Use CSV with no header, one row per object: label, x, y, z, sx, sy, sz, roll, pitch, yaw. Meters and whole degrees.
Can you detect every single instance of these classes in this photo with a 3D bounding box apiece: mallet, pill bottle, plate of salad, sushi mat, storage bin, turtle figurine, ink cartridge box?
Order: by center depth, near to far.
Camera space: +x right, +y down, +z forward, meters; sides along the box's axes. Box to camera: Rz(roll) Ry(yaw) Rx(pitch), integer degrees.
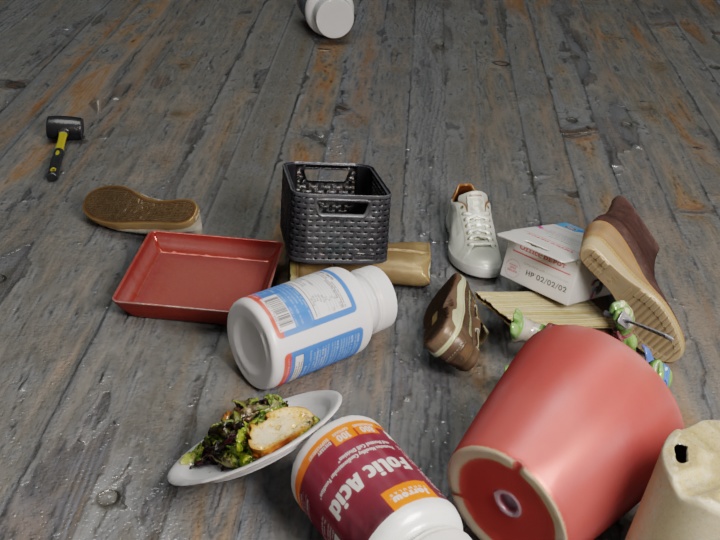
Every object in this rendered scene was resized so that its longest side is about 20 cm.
pill bottle,0.025,0.235,0.995,0.112,0.116,0.200,-13,33,-27
plate of salad,-0.112,0.162,1.102,0.197,0.049,0.200,-24,9,4
turtle figurine,0.260,0.109,1.219,0.190,0.147,0.200,7,25,15
pill bottle,-0.054,0.061,1.300,0.197,0.114,0.112,-18,35,-35
sushi mat,0.248,0.051,1.404,0.197,0.012,0.096,1,26,-35
ink cartridge box,0.272,-0.010,1.460,0.114,0.069,0.198,26,21,35
storage bin,-0.038,-0.082,1.461,0.132,0.096,0.200,1,18,-9
mallet,-0.500,-0.206,1.810,0.064,0.042,0.201,-2,35,-15
pill bottle,-0.078,-0.616,2.488,0.117,0.122,0.201,-3,30,-12

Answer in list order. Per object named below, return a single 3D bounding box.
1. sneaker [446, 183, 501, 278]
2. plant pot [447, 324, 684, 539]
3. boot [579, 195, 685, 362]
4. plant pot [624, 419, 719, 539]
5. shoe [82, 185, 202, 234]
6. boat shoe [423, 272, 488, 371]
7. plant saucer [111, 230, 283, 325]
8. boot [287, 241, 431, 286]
sneaker,0.163,-0.065,1.576,0.071,0.086,0.201,0,31,-10
plant pot,0.191,0.181,1.051,0.198,0.203,0.176,25,45,34
boot,0.374,0.005,1.402,0.201,0.072,0.166,52,40,-1
plant pot,0.314,0.245,0.939,0.196,0.187,0.202,2,29,-1
shoe,-0.325,-0.079,1.592,0.196,0.054,0.071,10,62,19
boat shoe,0.125,0.072,1.363,0.074,0.075,0.203,38,23,-6
plant saucer,-0.214,0.013,1.445,0.196,0.037,0.201,4,29,3
boot,0.000,0.000,1.463,0.196,0.067,0.176,5,30,-1
